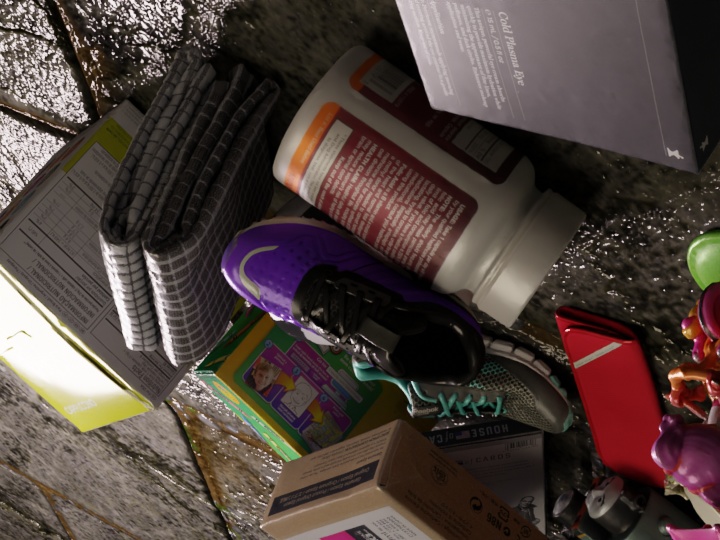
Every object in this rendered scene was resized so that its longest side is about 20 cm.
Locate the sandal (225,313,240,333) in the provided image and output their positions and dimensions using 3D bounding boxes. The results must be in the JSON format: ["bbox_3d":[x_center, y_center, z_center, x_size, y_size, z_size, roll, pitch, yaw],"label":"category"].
[{"bbox_3d":[-0.121,0.107,1.652,0.075,0.045,0.200,10,142,42],"label":"sandal"}]

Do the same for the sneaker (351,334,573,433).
[{"bbox_3d":[0.079,0.095,1.345,0.199,0.091,0.078,27,152,20],"label":"sneaker"}]

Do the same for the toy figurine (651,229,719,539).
[{"bbox_3d":[0.253,0.103,1.051,0.200,0.184,0.150,42,152,-8],"label":"toy figurine"}]

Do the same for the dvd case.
[{"bbox_3d":[0.094,0.202,1.470,0.150,0.025,0.200,-9,142,0],"label":"dvd case"}]

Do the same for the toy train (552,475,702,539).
[{"bbox_3d":[0.259,0.247,1.377,0.200,0.085,0.114,39,148,-8],"label":"toy train"}]

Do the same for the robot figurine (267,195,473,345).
[{"bbox_3d":[-0.001,0.001,1.259,0.200,0.150,0.125,3,124,49],"label":"robot figurine"}]

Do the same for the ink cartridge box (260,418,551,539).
[{"bbox_3d":[0.041,0.229,1.392,0.200,0.075,0.165,40,138,-21],"label":"ink cartridge box"}]

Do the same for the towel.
[{"bbox_3d":[-0.125,-0.048,1.262,0.085,0.201,0.166,15,149,12],"label":"towel"}]

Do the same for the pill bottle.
[{"bbox_3d":[0.049,-0.056,1.125,0.200,0.114,0.114,35,153,5],"label":"pill bottle"}]

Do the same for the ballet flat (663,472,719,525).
[{"bbox_3d":[0.317,0.198,1.251,0.200,0.064,0.076,33,152,7],"label":"ballet flat"}]

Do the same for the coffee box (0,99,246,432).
[{"bbox_3d":[-0.232,0.003,1.459,0.200,0.198,0.200,45,152,-13],"label":"coffee box"}]

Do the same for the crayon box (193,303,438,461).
[{"bbox_3d":[-0.039,0.116,1.484,0.200,0.119,0.058,46,160,-14],"label":"crayon box"}]

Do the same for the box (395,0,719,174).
[{"bbox_3d":[0.113,-0.173,0.878,0.182,0.104,0.200,19,148,33],"label":"box"}]

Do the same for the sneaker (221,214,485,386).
[{"bbox_3d":[0.002,0.026,1.112,0.199,0.070,0.100,21,-164,-15],"label":"sneaker"}]

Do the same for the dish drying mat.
[{"bbox_3d":[0.206,0.107,1.292,0.077,0.018,0.200,16,146,34],"label":"dish drying mat"}]
